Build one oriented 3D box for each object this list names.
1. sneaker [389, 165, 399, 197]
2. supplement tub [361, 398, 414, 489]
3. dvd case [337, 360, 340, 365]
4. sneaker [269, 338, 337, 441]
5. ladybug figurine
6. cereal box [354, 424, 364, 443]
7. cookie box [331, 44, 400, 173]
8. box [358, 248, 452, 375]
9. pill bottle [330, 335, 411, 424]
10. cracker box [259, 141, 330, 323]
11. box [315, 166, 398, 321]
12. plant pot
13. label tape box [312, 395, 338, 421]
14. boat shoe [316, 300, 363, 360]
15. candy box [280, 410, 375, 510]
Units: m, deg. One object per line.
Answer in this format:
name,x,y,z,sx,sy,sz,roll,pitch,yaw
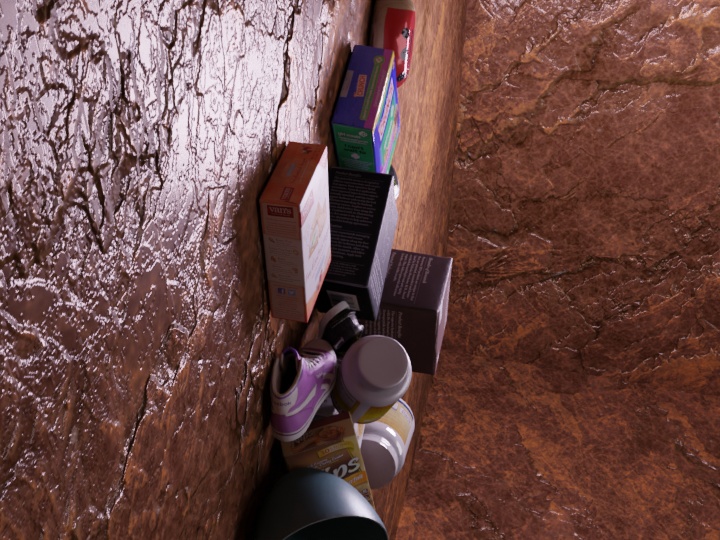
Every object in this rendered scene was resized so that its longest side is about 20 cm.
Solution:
sneaker,0.030,-0.159,1.624,0.201,0.074,0.085,-70,164,-49
supplement tub,0.038,0.377,1.909,0.200,0.143,0.146,-56,153,-67
dvd case,-0.043,0.245,1.698,0.200,0.022,0.148,-19,117,-80
sneaker,-0.082,0.143,1.273,0.201,0.072,0.115,-70,160,-54
ladybug figurine,0.059,-0.418,1.578,0.136,0.071,0.203,-50,147,-71
cereal box,-0.012,0.287,1.735,0.144,0.039,0.203,65,35,-73
cookie box,0.013,-0.246,1.458,0.201,0.074,0.173,79,23,-60
box,0.063,0.072,1.646,0.165,0.197,0.167,-70,165,-49
pill bottle,0.017,0.168,1.342,0.200,0.108,0.110,116,-12,-67
cracker box,-0.082,-0.050,1.144,0.135,0.057,0.202,-71,165,-47
box,-0.010,-0.042,1.408,0.149,0.106,0.202,76,26,-65
plant pot,-0.074,0.372,1.259,0.135,0.198,0.202,-120,-157,-47
label tape box,-0.065,0.265,1.477,0.201,0.065,0.145,-66,161,-51
boat shoe,-0.034,0.118,1.418,0.075,0.061,0.200,-35,163,-13
candy box,-0.050,0.319,1.356,0.056,0.114,0.202,-112,-172,-50
